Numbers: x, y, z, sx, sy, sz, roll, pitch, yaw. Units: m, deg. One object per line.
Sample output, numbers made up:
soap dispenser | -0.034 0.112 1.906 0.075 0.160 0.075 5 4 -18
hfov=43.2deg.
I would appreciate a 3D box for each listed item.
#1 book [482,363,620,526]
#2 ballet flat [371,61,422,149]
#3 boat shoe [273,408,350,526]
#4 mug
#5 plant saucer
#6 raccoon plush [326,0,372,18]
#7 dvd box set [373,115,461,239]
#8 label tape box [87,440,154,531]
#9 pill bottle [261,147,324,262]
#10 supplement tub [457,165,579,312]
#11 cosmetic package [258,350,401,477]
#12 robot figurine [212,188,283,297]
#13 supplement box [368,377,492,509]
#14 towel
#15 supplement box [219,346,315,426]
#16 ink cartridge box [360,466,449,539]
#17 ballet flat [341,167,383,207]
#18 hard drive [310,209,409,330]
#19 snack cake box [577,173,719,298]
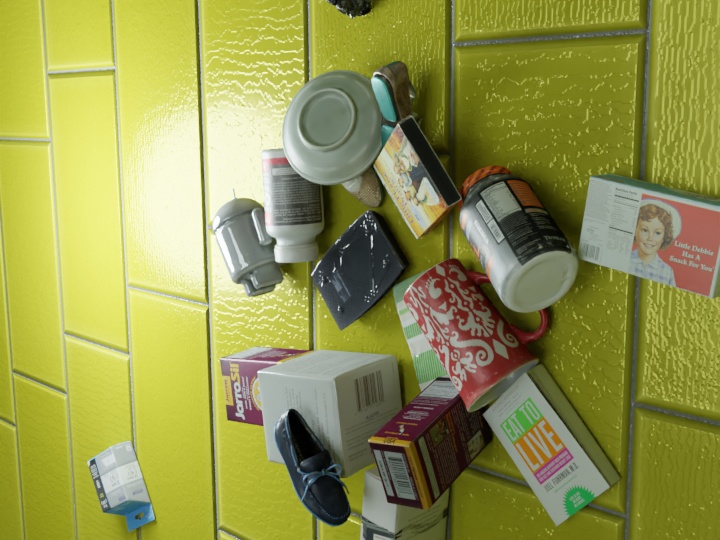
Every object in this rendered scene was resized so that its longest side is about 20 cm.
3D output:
book | 0.284 0.265 1.373 0.202 0.047 0.134 55 134 20
ballet flat | 0.067 -0.248 1.461 0.068 0.067 0.202 32 152 31
boat shoe | -0.082 0.314 1.454 0.201 0.083 0.069 50 140 20
mug | 0.179 0.084 1.395 0.202 0.175 0.134 55 162 19
plant saucer | -0.050 -0.249 1.536 0.195 0.050 0.205 -4 78 18
raccoon plush | -0.018 -0.519 1.497 0.134 0.096 0.202 -48 64 29
dvd box set | 0.084 -0.139 1.413 0.148 0.029 0.200 60 166 4
label tape box | -0.598 0.546 2.265 0.142 0.065 0.204 -31 74 43
pill bottle | -0.121 -0.120 1.648 0.109 0.109 0.205 3 99 43
supplement tub | 0.217 -0.050 1.297 0.124 0.120 0.202 -60 37 33
cosmetic package | -0.050 0.243 1.593 0.197 0.165 0.171 0 100 44
robot figurine | -0.217 -0.054 1.752 0.169 0.111 0.203 -39 70 48
supplement box | 0.113 0.263 1.411 0.084 0.199 0.113 -2 112 41
towel | 0.132 0.100 1.504 0.151 0.023 0.204 -24 79 43
supplement box | -0.171 0.225 1.764 0.197 0.102 0.134 -3 97 45
ink cartridge box | 0.075 0.424 1.530 0.083 0.143 0.205 15 107 41
ballet flat | -0.032 -0.191 1.580 0.071 0.064 0.202 -48 64 40
hard drive | 0.000 0.000 1.599 0.200 0.042 0.136 -46 66 39
snack cake box | 0.392 -0.050 1.191 0.198 0.066 0.118 21 111 40
